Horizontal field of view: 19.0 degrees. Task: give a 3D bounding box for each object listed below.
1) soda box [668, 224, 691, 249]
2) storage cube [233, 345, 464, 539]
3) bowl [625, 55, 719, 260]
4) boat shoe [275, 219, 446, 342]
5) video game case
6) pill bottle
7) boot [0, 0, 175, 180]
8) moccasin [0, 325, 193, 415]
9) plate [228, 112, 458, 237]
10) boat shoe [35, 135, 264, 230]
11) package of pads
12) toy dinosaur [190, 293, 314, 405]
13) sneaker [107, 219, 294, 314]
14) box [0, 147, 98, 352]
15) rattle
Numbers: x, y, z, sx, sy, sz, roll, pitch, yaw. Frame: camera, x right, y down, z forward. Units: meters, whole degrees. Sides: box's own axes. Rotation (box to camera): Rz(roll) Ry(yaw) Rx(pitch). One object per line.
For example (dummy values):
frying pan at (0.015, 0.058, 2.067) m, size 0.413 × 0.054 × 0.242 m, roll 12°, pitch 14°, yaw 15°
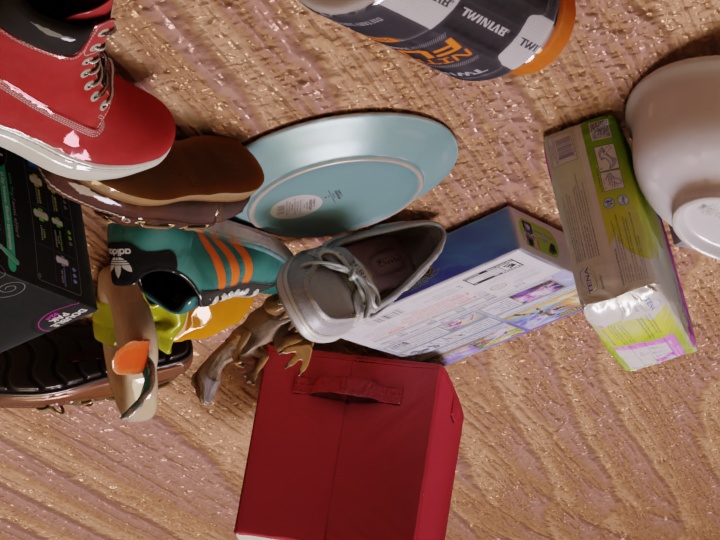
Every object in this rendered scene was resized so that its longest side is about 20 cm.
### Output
soda box at (0.338, -0.083, 1.727) m, size 0.068 × 0.064 × 0.200 m, roll 9°, pitch 150°, yaw -43°
storage cube at (-0.005, 0.188, 1.995) m, size 0.170 × 0.181 × 0.200 m, roll 6°, pitch 160°, yaw 11°
bowl at (0.286, -0.066, 1.597) m, size 0.200 × 0.091 × 0.201 m, roll 12°, pitch 153°, yaw 6°
boat shoe at (0.001, 0.001, 1.688) m, size 0.065 × 0.075 × 0.202 m, roll -34°, pitch 173°, yaw 30°
video game case at (0.095, 0.019, 1.873) m, size 0.199 × 0.046 × 0.181 m, roll -24°, pitch 155°, yaw 27°
pill bottle at (0.050, -0.175, 1.281) m, size 0.106 × 0.107 × 0.200 m, roll -25°, pitch 155°, yaw 30°
boot at (-0.165, -0.126, 1.343) m, size 0.144 × 0.073 × 0.199 m, roll -30°, pitch 149°, yaw 36°
moccasin at (-0.243, 0.084, 1.828) m, size 0.200 × 0.074 × 0.078 m, roll -13°, pitch 153°, yaw -26°
plate at (-0.020, -0.064, 1.633) m, size 0.199 × 0.026 × 0.200 m, roll -11°, pitch 159°, yaw -4°
boat shoe at (-0.152, -0.058, 1.492) m, size 0.070 × 0.071 × 0.200 m, roll -38°, pitch 153°, yaw 30°
package of pads at (0.206, -0.014, 1.701) m, size 0.068 × 0.155 × 0.200 m, roll -17°, pitch 158°, yaw 13°
toy dinosaur at (-0.057, 0.031, 1.725) m, size 0.200 × 0.061 × 0.106 m, roll -36°, pitch -158°, yaw -10°
sneaker at (-0.125, -0.001, 1.635) m, size 0.071 × 0.080 × 0.200 m, roll 0°, pitch 165°, yaw 37°
box at (-0.296, -0.025, 1.443) m, size 0.148 × 0.125 × 0.200 m, roll -21°, pitch 158°, yaw 22°
rattle at (-0.137, 0.057, 1.683) m, size 0.142 × 0.131 × 0.200 m, roll 8°, pitch 176°, yaw -15°
